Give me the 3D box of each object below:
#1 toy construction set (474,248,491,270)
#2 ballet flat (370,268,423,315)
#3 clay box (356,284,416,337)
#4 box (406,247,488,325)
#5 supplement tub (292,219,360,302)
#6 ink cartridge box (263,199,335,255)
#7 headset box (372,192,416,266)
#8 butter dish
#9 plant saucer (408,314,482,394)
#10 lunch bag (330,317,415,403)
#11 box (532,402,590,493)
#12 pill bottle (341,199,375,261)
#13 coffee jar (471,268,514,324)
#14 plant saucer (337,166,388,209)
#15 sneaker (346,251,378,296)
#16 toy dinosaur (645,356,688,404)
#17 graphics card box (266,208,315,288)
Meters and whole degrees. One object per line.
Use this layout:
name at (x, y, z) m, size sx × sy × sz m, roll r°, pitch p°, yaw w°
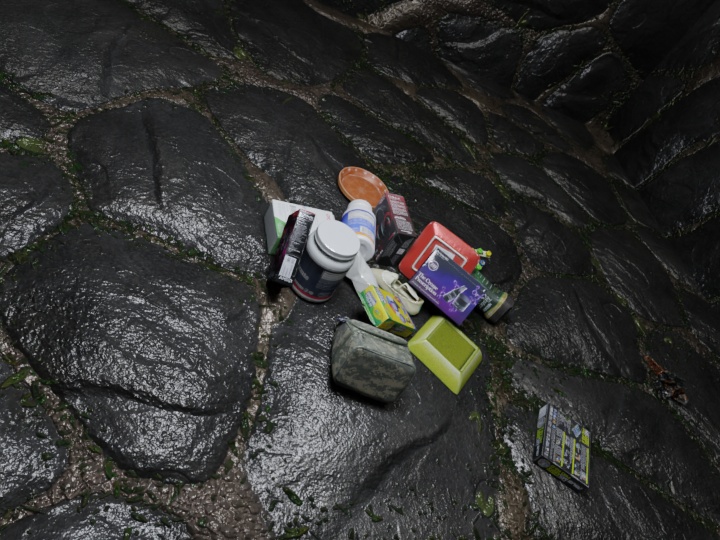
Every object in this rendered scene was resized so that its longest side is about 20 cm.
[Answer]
toy construction set at (0.343, -0.054, 1.948) m, size 0.199 × 0.092 × 0.132 m, roll 27°, pitch 64°, yaw 2°
ballet flat at (0.110, 0.048, 1.705) m, size 0.200 × 0.070 × 0.069 m, roll 42°, pitch 40°, yaw 8°
clay box at (0.073, 0.111, 1.568) m, size 0.200 × 0.047 × 0.115 m, roll 28°, pitch 30°, yaw -56°
box at (0.259, 0.049, 1.705) m, size 0.200 × 0.079 × 0.141 m, roll 40°, pitch 84°, yaw 3°
supplement tub at (-0.098, -0.023, 1.521) m, size 0.139 × 0.200 × 0.141 m, roll 19°, pitch 42°, yaw -18°
ink cartridge box at (-0.170, -0.110, 1.645) m, size 0.198 × 0.088 × 0.146 m, roll 8°, pitch 48°, yaw -28°
headset box at (0.090, -0.138, 1.807) m, size 0.074 × 0.149 × 0.201 m, roll 10°, pitch 47°, yaw -27°
butter dish at (0.256, -0.031, 1.826) m, size 0.199 × 0.200 × 0.148 m, roll 37°, pitch 13°, yaw 4°
plant saucer at (0.258, 0.227, 1.649) m, size 0.200 × 0.048 × 0.200 m, roll 43°, pitch 40°, yaw 9°
lunch bag at (0.024, 0.212, 1.427) m, size 0.199 × 0.140 × 0.168 m, roll 22°, pitch 23°, yaw -19°
box at (0.576, 0.501, 1.611) m, size 0.160 × 0.044 × 0.200 m, roll 35°, pitch 40°, yaw -2°
pill bottle at (-0.008, -0.127, 1.757) m, size 0.111 × 0.112 × 0.201 m, roll 21°, pitch 41°, yaw -17°
coffee jar at (0.398, 0.079, 1.847) m, size 0.200 × 0.105 × 0.085 m, roll 39°, pitch 28°, yaw 5°
plant saucer at (0.009, -0.284, 1.983) m, size 0.199 × 0.032 × 0.201 m, roll 20°, pitch 42°, yaw -18°
sneaker at (0.000, 0.000, 1.665) m, size 0.201 × 0.075 × 0.088 m, roll 64°, pitch 27°, yaw 2°
toy dinosaur at (1.112, 0.407, 2.064) m, size 0.199 × 0.103 × 0.136 m, roll 33°, pitch 14°, yaw 18°
graphics card box at (-0.183, -0.055, 1.480) m, size 0.050 × 0.125 × 0.202 m, roll 19°, pitch 81°, yaw -20°
